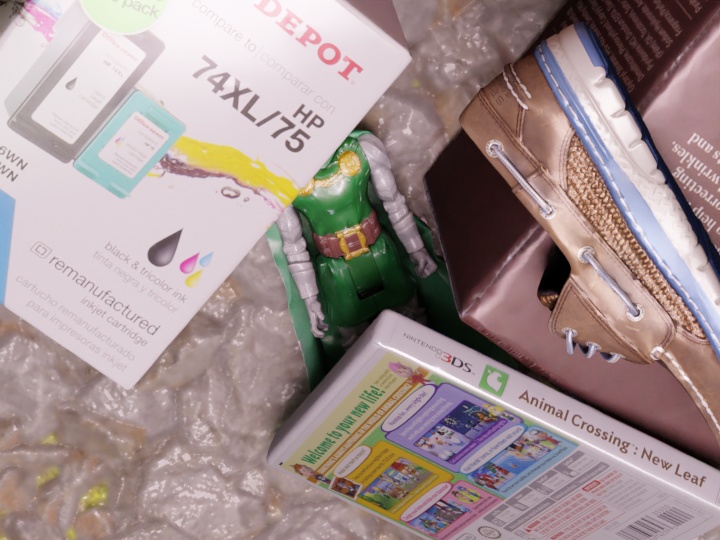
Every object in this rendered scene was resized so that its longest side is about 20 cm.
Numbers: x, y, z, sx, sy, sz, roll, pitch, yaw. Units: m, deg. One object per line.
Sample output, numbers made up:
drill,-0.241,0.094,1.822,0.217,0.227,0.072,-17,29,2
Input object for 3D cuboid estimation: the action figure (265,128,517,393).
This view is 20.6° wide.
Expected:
action figure,0.000,0.000,0.994,0.117,0.055,0.201,-25,118,-6

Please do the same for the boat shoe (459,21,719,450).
boat shoe,0.108,-0.002,0.820,0.072,0.072,0.201,-27,104,13

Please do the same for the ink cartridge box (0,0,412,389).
ink cartridge box,-0.100,-0.087,0.892,0.146,0.146,0.200,36,106,-20

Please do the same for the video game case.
video game case,0.060,0.096,0.952,0.181,0.022,0.200,26,154,-6

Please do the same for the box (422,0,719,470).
box,0.158,-0.042,0.929,0.165,0.165,0.200,35,108,-19
